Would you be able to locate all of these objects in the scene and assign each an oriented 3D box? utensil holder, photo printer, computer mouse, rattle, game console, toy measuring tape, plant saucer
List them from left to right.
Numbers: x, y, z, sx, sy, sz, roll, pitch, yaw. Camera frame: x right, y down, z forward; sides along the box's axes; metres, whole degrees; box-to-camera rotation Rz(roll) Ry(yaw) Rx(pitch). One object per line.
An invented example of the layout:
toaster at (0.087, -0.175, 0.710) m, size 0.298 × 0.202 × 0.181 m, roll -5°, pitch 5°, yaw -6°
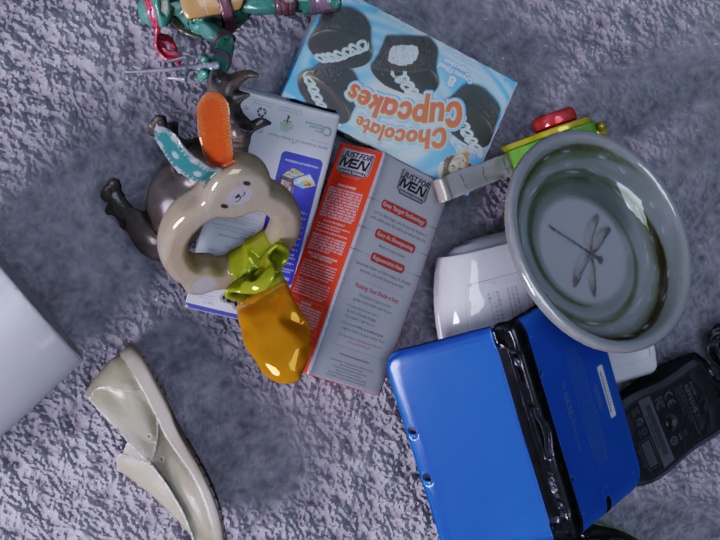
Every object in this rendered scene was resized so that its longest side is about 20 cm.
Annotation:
utensil holder at (-0.350, 0.078, 1.018) m, size 0.200 × 0.170 × 0.171 m, roll -41°, pitch 100°, yaw -9°
rattle at (-0.100, -0.020, 1.000) m, size 0.128 × 0.201 × 0.145 m, roll 0°, pitch 55°, yaw -5°
game console at (0.142, 0.135, 1.134) m, size 0.170 × 0.117 × 0.203 m, roll -26°, pitch 103°, yaw -41°
toy measuring tape at (0.158, -0.104, 1.144) m, size 0.198 × 0.073 × 0.075 m, roll -20°, pitch 97°, yaw -32°
photo printer at (0.168, 0.041, 1.177) m, size 0.197 × 0.069 × 0.169 m, roll -15°, pitch 97°, yaw -11°
plant saucer at (0.200, -0.021, 1.102) m, size 0.197 × 0.050 × 0.203 m, roll 11°, pitch 67°, yaw -26°
computer mouse at (0.303, 0.142, 1.224) m, size 0.198 × 0.053 × 0.140 m, roll -22°, pitch 99°, yaw -21°

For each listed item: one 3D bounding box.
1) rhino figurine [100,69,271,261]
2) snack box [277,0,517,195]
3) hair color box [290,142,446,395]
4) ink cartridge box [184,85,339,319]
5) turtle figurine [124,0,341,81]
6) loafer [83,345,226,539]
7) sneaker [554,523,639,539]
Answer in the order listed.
rhino figurine at (-0.142, -0.091, 1.065) m, size 0.087 × 0.060 × 0.200 m, roll 44°, pitch 113°, yaw 8°
snack box at (0.033, -0.164, 1.157) m, size 0.198 × 0.037 × 0.118 m, roll 25°, pitch 88°, yaw -12°
hair color box at (0.000, 0.000, 1.124) m, size 0.101 × 0.061 × 0.203 m, roll 22°, pitch 87°, yaw -45°
ink cartridge box at (-0.090, -0.056, 1.122) m, size 0.098 × 0.039 × 0.203 m, roll 14°, pitch 102°, yaw -11°
turtle figurine at (-0.123, -0.245, 1.089) m, size 0.197 × 0.101 × 0.152 m, roll -18°, pitch 102°, yaw -7°
loafer at (-0.180, 0.168, 1.110) m, size 0.068 × 0.076 × 0.202 m, roll -27°, pitch 88°, yaw -8°
sneaker at (0.194, 0.266, 1.184) m, size 0.197 × 0.084 × 0.078 m, roll 8°, pitch 90°, yaw -12°
